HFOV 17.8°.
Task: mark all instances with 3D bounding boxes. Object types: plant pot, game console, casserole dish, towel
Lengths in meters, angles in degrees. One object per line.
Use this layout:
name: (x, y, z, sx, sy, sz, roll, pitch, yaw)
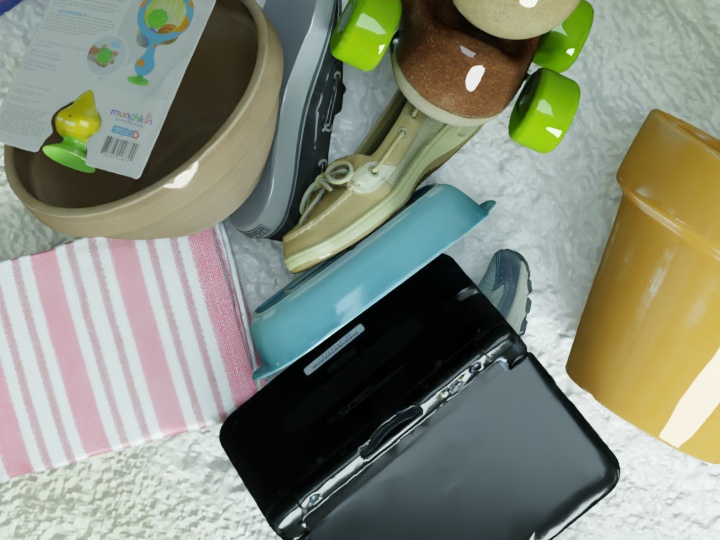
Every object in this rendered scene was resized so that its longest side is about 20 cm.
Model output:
plant pot: (0.235, 0.020, 1.537, 0.200, 0.200, 0.183, 29, 100, -5)
game console: (0.035, 0.118, 1.507, 0.200, 0.176, 0.116, -39, 128, 0)
casserole dish: (0.000, 0.000, 1.526, 0.200, 0.121, 0.039, -36, 95, -6)
towel: (-0.172, 0.049, 1.551, 0.200, 0.030, 0.147, -15, 91, -8)
plant pot: (-0.126, -0.087, 1.507, 0.201, 0.201, 0.093, -44, 130, -8)

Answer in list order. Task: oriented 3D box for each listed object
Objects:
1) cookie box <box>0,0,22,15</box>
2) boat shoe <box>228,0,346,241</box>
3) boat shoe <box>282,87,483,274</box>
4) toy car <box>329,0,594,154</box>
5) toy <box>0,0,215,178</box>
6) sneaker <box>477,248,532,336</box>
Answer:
cookie box: (-0.237, -0.302, 1.535, 0.171, 0.075, 0.200, -40, 93, -9)
boat shoe: (-0.042, -0.116, 1.563, 0.057, 0.069, 0.200, 16, 83, -37)
boat shoe: (0.007, -0.071, 1.531, 0.201, 0.073, 0.063, -43, 99, -32)
toy car: (0.099, -0.203, 1.496, 0.164, 0.200, 0.158, 24, 47, -11)
toy: (-0.145, -0.151, 1.468, 0.115, 0.047, 0.200, 15, 69, 23)
sneaker: (0.050, 0.069, 1.555, 0.086, 0.078, 0.200, 26, 84, -2)
